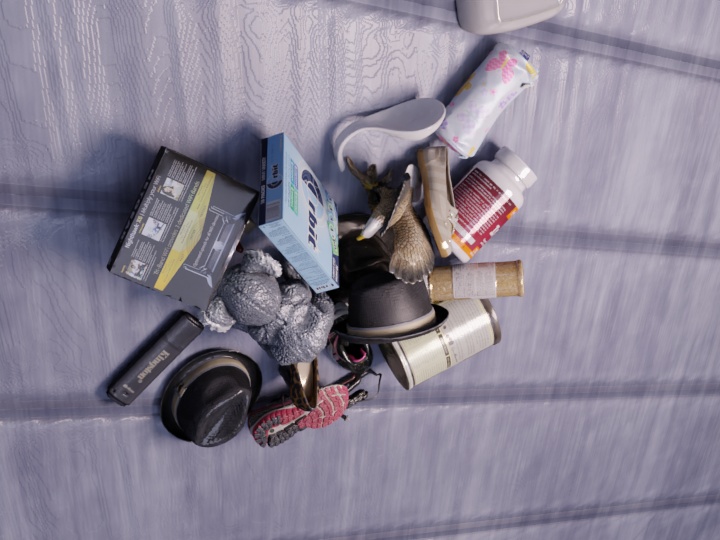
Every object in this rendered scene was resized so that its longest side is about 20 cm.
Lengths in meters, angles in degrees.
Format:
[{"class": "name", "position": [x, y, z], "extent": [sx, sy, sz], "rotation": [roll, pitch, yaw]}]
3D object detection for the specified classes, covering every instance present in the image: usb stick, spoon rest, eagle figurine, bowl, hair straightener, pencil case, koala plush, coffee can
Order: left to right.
[{"class": "usb stick", "position": [-0.348, 0.150, 1.548], "extent": [0.200, 0.033, 0.055], "rotation": [-45, 130, 4]}, {"class": "koala plush", "position": [-0.154, 0.050, 1.469], "extent": [0.177, 0.184, 0.200], "rotation": [-44, 140, 6]}, {"class": "hair straightener", "position": [-0.038, 0.255, 1.754], "extent": [0.199, 0.077, 0.041], "rotation": [-28, 161, -17]}, {"class": "spoon rest", "position": [0.045, -0.232, 1.491], "extent": [0.199, 0.100, 0.061], "rotation": [-25, 131, 1]}, {"class": "eagle figurine", "position": [0.057, -0.090, 1.508], "extent": [0.151, 0.200, 0.152], "rotation": [11, 113, -32]}, {"class": "coffee can", "position": [0.142, 0.115, 1.712], "extent": [0.199, 0.146, 0.147], "rotation": [-26, 127, -11]}, {"class": "pencil case", "position": [0.210, -0.287, 1.542], "extent": [0.091, 0.083, 0.200], "rotation": [38, 98, -16]}, {"class": "bowl", "position": [0.254, -0.479, 1.458], "extent": [0.199, 0.075, 0.201], "rotation": [-19, 126, -18]}]

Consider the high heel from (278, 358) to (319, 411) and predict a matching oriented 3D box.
[{"class": "high heel", "position": [-0.090, 0.142, 1.608], "extent": [0.071, 0.143, 0.201], "rotation": [0, 119, -27]}]

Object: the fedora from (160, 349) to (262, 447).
[{"class": "fedora", "position": [-0.253, 0.243, 1.615], "extent": [0.200, 0.092, 0.202], "rotation": [-14, 124, -20]}]

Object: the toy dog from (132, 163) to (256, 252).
[{"class": "toy dog", "position": [-0.243, -0.085, 1.416], "extent": [0.199, 0.096, 0.132], "rotation": [22, 101, -37]}]

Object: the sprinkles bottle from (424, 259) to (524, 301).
[{"class": "sprinkles bottle", "position": [0.193, 0.020, 1.640], "extent": [0.199, 0.068, 0.069], "rotation": [-4, 125, 8]}]

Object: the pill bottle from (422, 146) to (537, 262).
[{"class": "pill bottle", "position": [0.216, -0.120, 1.629], "extent": [0.200, 0.113, 0.113], "rotation": [-46, 129, 5]}]

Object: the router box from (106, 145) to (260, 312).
[{"class": "router box", "position": [-0.262, -0.060, 1.350], "extent": [0.157, 0.052, 0.201], "rotation": [25, 90, -24]}]

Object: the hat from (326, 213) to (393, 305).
[{"class": "hat", "position": [0.000, 0.000, 1.609], "extent": [0.200, 0.081, 0.202], "rotation": [-13, 124, -20]}]

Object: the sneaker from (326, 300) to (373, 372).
[{"class": "sneaker", "position": [-0.017, 0.146, 1.668], "extent": [0.080, 0.086, 0.200], "rotation": [-35, 145, -2]}]

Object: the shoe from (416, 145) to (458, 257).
[{"class": "shoe", "position": [0.137, -0.121, 1.543], "extent": [0.053, 0.201, 0.070], "rotation": [-12, 162, 11]}]

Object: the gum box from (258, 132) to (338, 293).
[{"class": "gum box", "position": [-0.093, -0.088, 1.430], "extent": [0.044, 0.171, 0.200], "rotation": [-15, 143, 17]}]

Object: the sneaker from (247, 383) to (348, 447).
[{"class": "sneaker", "position": [-0.115, 0.254, 1.691], "extent": [0.199, 0.075, 0.081], "rotation": [-18, 117, -19]}]

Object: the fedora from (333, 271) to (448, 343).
[{"class": "fedora", "position": [0.049, 0.053, 1.525], "extent": [0.200, 0.200, 0.092], "rotation": [-13, 105, -21]}]
